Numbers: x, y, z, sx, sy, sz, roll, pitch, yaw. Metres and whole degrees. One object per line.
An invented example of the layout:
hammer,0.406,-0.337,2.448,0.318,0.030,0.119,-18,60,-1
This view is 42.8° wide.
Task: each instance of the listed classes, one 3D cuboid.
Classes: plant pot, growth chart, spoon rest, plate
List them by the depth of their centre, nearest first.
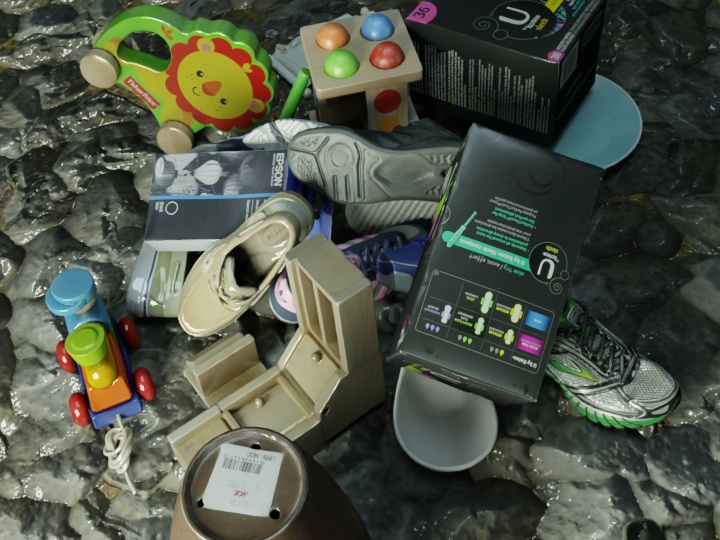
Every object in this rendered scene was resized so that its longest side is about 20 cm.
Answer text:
plant pot,-0.075,0.214,0.714,0.182,0.202,0.190,-3,49,3
spoon rest,0.068,0.103,0.889,0.097,0.061,0.202,-13,49,-6
plate,0.247,-0.180,1.137,0.195,0.026,0.203,-3,50,3
growth chart,-0.027,-0.303,1.268,0.197,0.018,0.145,-27,53,-18

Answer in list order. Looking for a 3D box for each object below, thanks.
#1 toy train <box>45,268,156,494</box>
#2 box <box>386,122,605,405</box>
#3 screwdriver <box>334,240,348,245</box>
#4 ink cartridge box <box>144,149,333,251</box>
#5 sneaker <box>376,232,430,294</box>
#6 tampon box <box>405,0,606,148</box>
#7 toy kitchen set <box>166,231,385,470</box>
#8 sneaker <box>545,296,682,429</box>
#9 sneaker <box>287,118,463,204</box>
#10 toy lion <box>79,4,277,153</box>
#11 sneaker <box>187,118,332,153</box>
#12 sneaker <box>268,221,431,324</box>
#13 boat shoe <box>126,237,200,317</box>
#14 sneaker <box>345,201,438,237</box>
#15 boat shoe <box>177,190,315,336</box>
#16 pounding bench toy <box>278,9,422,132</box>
toy train,-0.248,0.100,0.880,0.083,0.117,0.202,-20,51,-12
box,0.113,0.002,0.806,0.122,0.149,0.204,18,82,1
screwdriver,-0.069,-0.026,1.028,0.195,0.028,0.029,7,21,6
ink cartridge box,-0.126,-0.073,0.960,0.195,0.039,0.102,-1,73,12
sneaker,0.109,-0.038,0.940,0.195,0.118,0.080,-4,10,-22
tampon box,0.174,-0.268,1.116,0.197,0.128,0.151,23,54,23
toy kitchen set,-0.106,0.073,0.851,0.198,0.182,0.163,-32,53,-20
sneaker,0.212,0.080,0.880,0.198,0.086,0.078,27,57,24
sneaker,0.025,-0.115,0.952,0.195,0.078,0.114,2,17,4
toy lion,-0.205,-0.238,1.100,0.190,0.200,0.070,-26,36,34
sneaker,-0.092,-0.125,1.049,0.195,0.081,0.130,-15,6,15
sneaker,0.000,0.000,0.956,0.197,0.082,0.071,-25,83,-12
boat shoe,-0.208,-0.033,1.031,0.061,0.072,0.204,11,60,-3
sneaker,0.085,-0.084,1.043,0.196,0.077,0.105,-3,34,13
boat shoe,-0.123,0.004,0.907,0.072,0.199,0.065,43,27,-10
pounding bench toy,-0.033,-0.208,1.096,0.196,0.158,0.126,-12,49,-5
